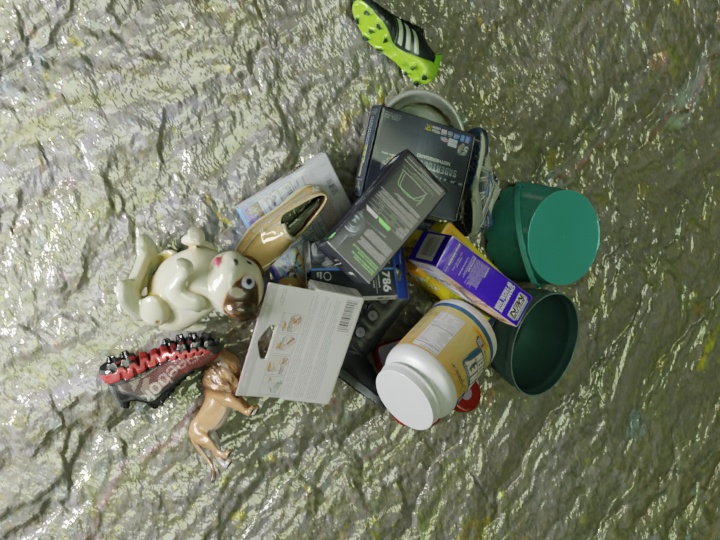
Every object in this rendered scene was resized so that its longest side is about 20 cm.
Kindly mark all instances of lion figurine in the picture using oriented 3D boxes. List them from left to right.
[{"bbox_3d":[-0.246,0.242,1.224,0.121,0.072,0.203,30,92,10],"label":"lion figurine"}]

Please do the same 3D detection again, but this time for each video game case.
[{"bbox_3d":[-0.094,-0.070,1.263,0.179,0.045,0.203,-33,110,-16],"label":"video game case"}]

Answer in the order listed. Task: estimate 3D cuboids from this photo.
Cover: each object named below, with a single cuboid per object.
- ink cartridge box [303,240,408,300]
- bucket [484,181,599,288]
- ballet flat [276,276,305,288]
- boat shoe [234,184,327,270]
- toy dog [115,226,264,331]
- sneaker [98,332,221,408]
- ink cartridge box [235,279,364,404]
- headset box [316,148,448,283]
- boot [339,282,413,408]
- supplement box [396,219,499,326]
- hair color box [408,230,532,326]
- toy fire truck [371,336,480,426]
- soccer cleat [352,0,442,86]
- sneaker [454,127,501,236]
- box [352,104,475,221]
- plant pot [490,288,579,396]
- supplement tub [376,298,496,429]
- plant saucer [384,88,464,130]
[{"bbox_3d":[0.000,0.000,1.252,0.195,0.039,0.102,-2,76,-24],"label":"ink cartridge box"},{"bbox_3d":[0.357,-0.069,1.418,0.202,0.134,0.214,-3,97,-23],"label":"bucket"},{"bbox_3d":[-0.104,0.107,1.242,0.067,0.063,0.204,-16,123,-12],"label":"ballet flat"},{"bbox_3d":[-0.131,-0.064,1.182,0.072,0.076,0.201,44,82,-24],"label":"boat shoe"},{"bbox_3d":[-0.246,0.031,1.121,0.194,0.141,0.197,-7,125,16],"label":"toy dog"},{"bbox_3d":[-0.317,0.167,1.180,0.195,0.071,0.101,-17,105,-15],"label":"sneaker"},{"bbox_3d":[-0.103,0.115,1.183,0.172,0.045,0.205,11,108,-28],"label":"ink cartridge box"},{"bbox_3d":[0.024,-0.074,1.141,0.092,0.174,0.201,41,85,-7],"label":"headset box"},{"bbox_3d":[0.033,0.121,1.313,0.163,0.066,0.202,35,80,2],"label":"boot"},{"bbox_3d":[0.176,0.009,1.362,0.199,0.108,0.111,40,81,-23],"label":"supplement box"},{"bbox_3d":[0.189,0.014,1.248,0.198,0.109,0.066,33,85,-23],"label":"hair color box"},{"bbox_3d":[0.130,0.197,1.377,0.195,0.112,0.173,-15,84,-22],"label":"toy fire truck"},{"bbox_3d":[0.066,-0.416,1.284,0.199,0.067,0.082,39,64,-25],"label":"soccer cleat"},{"bbox_3d":[0.227,-0.171,1.388,0.083,0.076,0.206,-7,108,-33],"label":"sneaker"},{"bbox_3d":[0.095,-0.186,1.274,0.195,0.051,0.162,12,95,-22],"label":"box"},{"bbox_3d":[0.313,0.124,1.414,0.196,0.133,0.206,-13,111,-35],"label":"plant pot"},{"bbox_3d":[0.132,0.161,1.257,0.199,0.143,0.147,-41,113,-35],"label":"supplement tub"},{"bbox_3d":[0.100,-0.225,1.326,0.195,0.050,0.207,-3,99,-23],"label":"plant saucer"}]
